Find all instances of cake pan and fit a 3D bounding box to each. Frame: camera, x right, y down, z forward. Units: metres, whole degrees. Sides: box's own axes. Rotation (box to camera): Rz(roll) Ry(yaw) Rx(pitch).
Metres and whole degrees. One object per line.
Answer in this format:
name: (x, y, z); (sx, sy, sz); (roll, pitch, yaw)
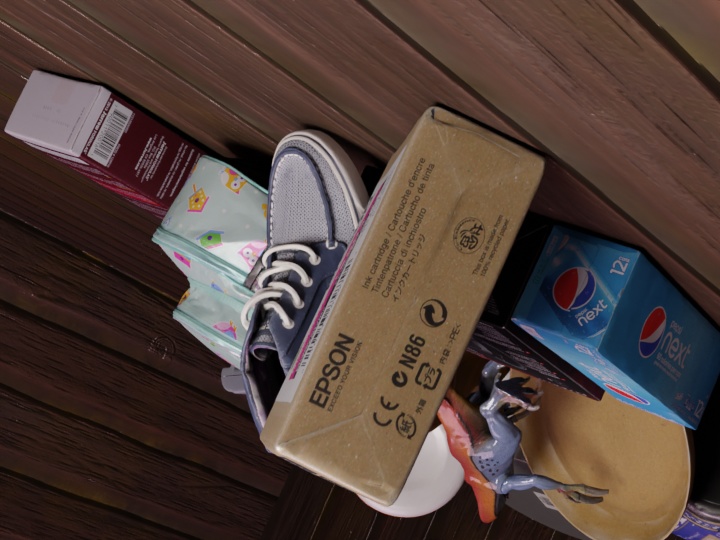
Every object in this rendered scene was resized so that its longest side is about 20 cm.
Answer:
cake pan: (0.180, 0.193, 1.406); (0.199, 0.037, 0.200); (24, 160, 9)

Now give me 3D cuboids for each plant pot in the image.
plant pot: (0.194, 0.122, 1.233); (0.027, 0.201, 0.200); (-17, -161, -32)

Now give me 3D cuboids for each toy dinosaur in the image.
toy dinosaur: (0.094, 0.132, 1.227); (0.199, 0.182, 0.105); (4, -139, -19)

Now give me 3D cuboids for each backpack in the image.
backpack: (-0.065, 0.004, 1.207); (0.200, 0.154, 0.176); (38, 180, 10)

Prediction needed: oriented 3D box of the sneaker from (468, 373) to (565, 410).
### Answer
sneaker: (0.158, 0.095, 1.365); (0.199, 0.070, 0.108); (-4, 161, 29)

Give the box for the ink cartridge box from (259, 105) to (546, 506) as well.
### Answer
ink cartridge box: (0.018, 0.023, 0.873); (0.075, 0.201, 0.165); (25, 172, -4)

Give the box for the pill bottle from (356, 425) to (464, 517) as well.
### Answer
pill bottle: (0.039, 0.167, 1.416); (0.113, 0.113, 0.200); (24, 172, 4)

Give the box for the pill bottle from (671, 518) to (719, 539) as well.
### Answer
pill bottle: (0.277, 0.175, 1.471); (0.199, 0.120, 0.120); (25, 173, -7)

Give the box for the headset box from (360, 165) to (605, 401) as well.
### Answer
headset box: (0.091, 0.014, 1.074); (0.148, 0.078, 0.200); (21, 173, 34)

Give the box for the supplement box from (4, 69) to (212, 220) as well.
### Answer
supplement box: (-0.182, -0.090, 1.297); (0.109, 0.061, 0.200); (19, 170, 46)

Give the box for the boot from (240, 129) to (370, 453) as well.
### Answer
boot: (-0.037, 0.012, 0.983); (0.073, 0.201, 0.090); (-12, -179, 38)

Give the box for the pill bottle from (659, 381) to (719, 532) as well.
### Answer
pill bottle: (0.304, 0.160, 1.299); (0.111, 0.112, 0.200); (22, 173, 16)

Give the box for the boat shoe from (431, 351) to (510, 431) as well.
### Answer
boat shoe: (0.073, 0.063, 1.259); (0.069, 0.074, 0.200); (23, -152, 26)

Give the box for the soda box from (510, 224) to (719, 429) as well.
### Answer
soda box: (0.175, 0.041, 1.016); (0.064, 0.068, 0.200); (20, 172, 33)

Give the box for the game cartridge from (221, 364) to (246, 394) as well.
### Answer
game cartridge: (-0.017, 0.098, 1.457); (0.133, 0.041, 0.199); (3, 172, -45)
